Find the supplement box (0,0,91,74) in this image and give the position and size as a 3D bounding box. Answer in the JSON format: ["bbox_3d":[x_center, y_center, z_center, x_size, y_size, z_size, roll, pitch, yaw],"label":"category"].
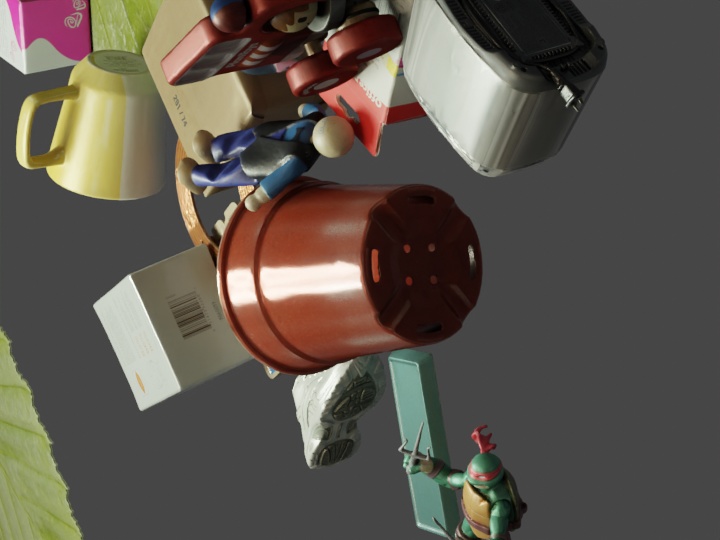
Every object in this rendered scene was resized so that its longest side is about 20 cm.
[{"bbox_3d":[-0.452,-0.348,2.252,0.200,0.103,0.101,36,132,49],"label":"supplement box"}]

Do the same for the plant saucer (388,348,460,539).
[{"bbox_3d":[0.065,0.180,1.717,0.070,0.019,0.200,7,111,58],"label":"plant saucer"}]

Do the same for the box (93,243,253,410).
[{"bbox_3d":[-0.231,0.072,2.039,0.153,0.106,0.200,65,156,1],"label":"box"}]

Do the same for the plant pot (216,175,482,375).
[{"bbox_3d":[0.000,0.000,1.586,0.195,0.201,0.201,-4,100,51],"label":"plant pot"}]

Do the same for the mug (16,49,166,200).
[{"bbox_3d":[-0.311,-0.180,2.036,0.149,0.187,0.153,19,117,14],"label":"mug"}]

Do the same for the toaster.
[{"bbox_3d":[0.118,-0.169,1.373,0.200,0.113,0.129,55,149,27],"label":"toaster"}]

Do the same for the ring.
[{"bbox_3d":[-0.163,-0.087,1.945,0.200,0.019,0.201,32,130,49],"label":"ring"}]

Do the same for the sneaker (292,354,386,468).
[{"bbox_3d":[-0.036,0.129,1.807,0.099,0.078,0.200,60,147,29],"label":"sneaker"}]

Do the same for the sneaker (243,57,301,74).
[{"bbox_3d":[-0.089,-0.292,1.636,0.070,0.082,0.200,-74,-11,-71],"label":"sneaker"}]

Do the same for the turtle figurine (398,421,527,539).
[{"bbox_3d":[0.109,0.235,1.588,0.150,0.100,0.200,-118,13,-48],"label":"turtle figurine"}]

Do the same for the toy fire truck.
[{"bbox_3d":[-0.071,-0.219,1.465,0.200,0.168,0.112,-27,82,59],"label":"toy fire truck"}]

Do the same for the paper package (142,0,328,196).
[{"bbox_3d":[-0.137,-0.213,1.784,0.200,0.103,0.191,64,149,17],"label":"paper package"}]

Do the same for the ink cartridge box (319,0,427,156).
[{"bbox_3d":[0.028,-0.219,1.538,0.116,0.067,0.200,51,143,35],"label":"ink cartridge box"}]

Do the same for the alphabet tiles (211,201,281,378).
[{"bbox_3d":[-0.122,0.023,1.958,0.200,0.015,0.196,66,149,14],"label":"alphabet tiles"}]

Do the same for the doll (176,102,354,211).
[{"bbox_3d":[-0.086,-0.113,1.613,0.200,0.137,0.048,-8,135,38],"label":"doll"}]
